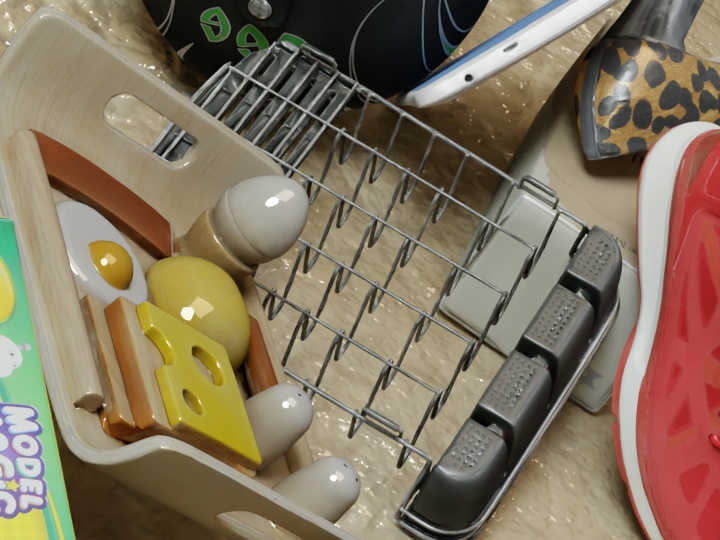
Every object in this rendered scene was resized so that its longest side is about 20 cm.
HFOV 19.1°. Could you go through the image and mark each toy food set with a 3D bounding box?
[{"bbox_3d":[-0.050,0.012,0.744,0.143,0.060,0.200,35,26,-46],"label":"toy food set"}]

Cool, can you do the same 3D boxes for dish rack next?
[{"bbox_3d":[0.000,0.000,0.890,0.200,0.055,0.154,32,60,8],"label":"dish rack"}]

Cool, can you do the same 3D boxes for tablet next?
[{"bbox_3d":[0.077,-0.109,0.995,0.014,0.130,0.200,59,1,-4],"label":"tablet"}]

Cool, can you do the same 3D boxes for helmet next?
[{"bbox_3d":[-0.018,-0.171,1.001,0.199,0.191,0.201,1,71,-3],"label":"helmet"}]

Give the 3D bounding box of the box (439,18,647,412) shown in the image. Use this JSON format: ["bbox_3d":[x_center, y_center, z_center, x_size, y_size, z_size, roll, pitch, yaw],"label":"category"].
[{"bbox_3d":[0.117,-0.031,1.036,0.095,0.078,0.200,34,35,-3],"label":"box"}]

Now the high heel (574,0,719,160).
[{"bbox_3d":[0.180,-0.054,1.021,0.200,0.071,0.143,47,60,-24],"label":"high heel"}]

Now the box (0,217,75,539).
[{"bbox_3d":[-0.135,0.072,0.682,0.048,0.118,0.200,4,45,-26],"label":"box"}]

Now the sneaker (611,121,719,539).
[{"bbox_3d":[0.166,0.038,0.885,0.078,0.115,0.201,-8,95,-28],"label":"sneaker"}]
